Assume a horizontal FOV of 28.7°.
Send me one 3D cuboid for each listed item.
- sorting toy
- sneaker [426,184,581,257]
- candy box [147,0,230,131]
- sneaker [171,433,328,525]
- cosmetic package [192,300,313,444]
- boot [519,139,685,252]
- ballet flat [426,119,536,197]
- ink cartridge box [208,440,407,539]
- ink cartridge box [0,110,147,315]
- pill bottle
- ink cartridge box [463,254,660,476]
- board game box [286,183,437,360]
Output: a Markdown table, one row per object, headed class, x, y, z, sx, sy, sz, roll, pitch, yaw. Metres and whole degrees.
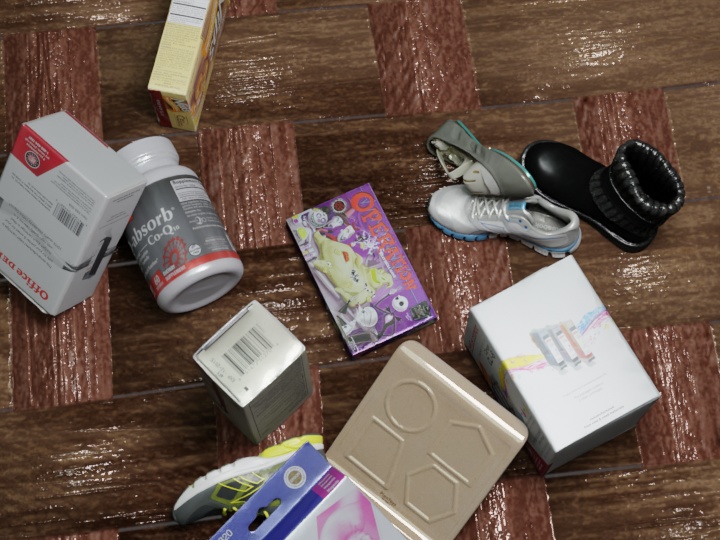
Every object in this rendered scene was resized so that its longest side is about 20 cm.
| class | x | y | z | sx | sy | sz | roll | pitch | yaw |
| --- | --- | --- | --- | --- | --- | --- | --- | --- | --- |
| sorting toy | 0.075 | 0.211 | 1.670 | 0.185 | 0.036 | 0.200 | 37 | 105 | 12 |
| sneaker | 0.183 | -0.075 | 1.770 | 0.200 | 0.087 | 0.075 | 10 | 73 | 5 |
| candy box | -0.220 | -0.296 | 1.828 | 0.055 | 0.115 | 0.200 | 11 | 72 | 3 |
| sneaker | -0.125 | 0.263 | 1.663 | 0.200 | 0.074 | 0.085 | -24 | 78 | -5 |
| cosmetic package | -0.122 | 0.122 | 1.644 | 0.087 | 0.200 | 0.103 | 43 | 75 | 14 |
| boot | 0.298 | -0.118 | 1.744 | 0.211 | 0.158 | 0.079 | 33 | 75 | 10 |
| ballet flat | 0.146 | -0.127 | 1.763 | 0.064 | 0.067 | 0.200 | -37 | 38 | -6 |
| ink cartridge box | -0.058 | 0.335 | 1.623 | 0.196 | 0.043 | 0.200 | -45 | 99 | -13 |
| ink cartridge box | -0.367 | -0.068 | 1.711 | 0.144 | 0.200 | 0.084 | 40 | 33 | 12 |
| pill bottle | -0.236 | -0.058 | 1.749 | 0.116 | 0.116 | 0.200 | -26 | 73 | -8 |
| ink cartridge box | 0.232 | 0.113 | 1.674 | 0.145 | 0.145 | 0.200 | -27 | 73 | -8 |
| board game box | 0.000 | 0.000 | 1.776 | 0.120 | 0.032 | 0.200 | -24 | 73 | -12 |
